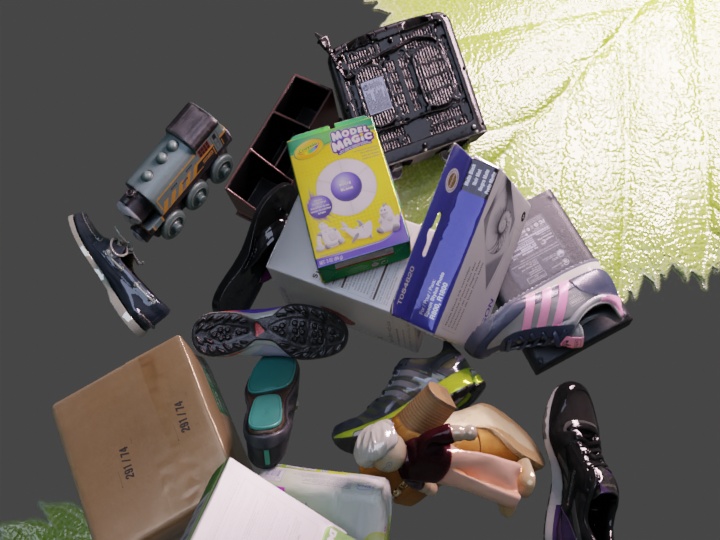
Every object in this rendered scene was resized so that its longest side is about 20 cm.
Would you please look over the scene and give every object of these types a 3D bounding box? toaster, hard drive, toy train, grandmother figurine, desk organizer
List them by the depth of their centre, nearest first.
[{"bbox_3d":[0.086,0.205,0.801,0.195,0.123,0.061,17,28,-13],"label":"grandmother figurine"},{"bbox_3d":[0.236,0.012,0.970,0.137,0.033,0.203,-26,68,-3],"label":"hard drive"},{"bbox_3d":[0.054,-0.236,1.025,0.176,0.119,0.205,-19,86,-2],"label":"toaster"},{"bbox_3d":[-0.255,-0.134,1.043,0.084,0.114,0.201,34,76,18],"label":"toy train"},{"bbox_3d":[-0.105,-0.164,1.056,0.070,0.077,0.203,24,73,15],"label":"desk organizer"}]

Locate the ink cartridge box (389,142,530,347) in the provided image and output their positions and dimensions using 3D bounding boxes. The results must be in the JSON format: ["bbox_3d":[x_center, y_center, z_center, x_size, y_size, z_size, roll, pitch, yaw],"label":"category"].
[{"bbox_3d":[0.124,-0.018,0.876,0.040,0.199,0.204,21,89,31],"label":"ink cartridge box"}]

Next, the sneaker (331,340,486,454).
[{"bbox_3d":[0.052,0.158,0.925,0.196,0.075,0.082,-25,54,-7],"label":"sneaker"}]

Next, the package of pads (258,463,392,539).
[{"bbox_3d":[-0.043,0.324,0.830,0.150,0.068,0.207,3,93,10],"label":"package of pads"}]

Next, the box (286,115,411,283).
[{"bbox_3d":[-0.018,-0.098,0.908,0.114,0.049,0.204,-16,64,-1],"label":"box"}]

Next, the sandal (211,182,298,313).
[{"bbox_3d":[-0.125,-0.018,1.003,0.047,0.075,0.204,20,80,37],"label":"sandal"}]

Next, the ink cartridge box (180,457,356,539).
[{"bbox_3d":[-0.076,0.285,0.733,0.198,0.059,0.105,35,40,-9],"label":"ink cartridge box"}]

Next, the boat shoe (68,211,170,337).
[{"bbox_3d":[-0.328,-0.006,1.024,0.061,0.075,0.201,-35,70,-6],"label":"boat shoe"}]

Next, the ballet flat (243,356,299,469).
[{"bbox_3d":[-0.106,0.167,0.904,0.071,0.201,0.075,0,110,-1],"label":"ballet flat"}]

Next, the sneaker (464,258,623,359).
[{"bbox_3d":[0.220,0.065,0.896,0.197,0.070,0.083,-30,65,-3],"label":"sneaker"}]

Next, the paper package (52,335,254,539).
[{"bbox_3d":[-0.245,0.218,0.912,0.187,0.104,0.203,-28,67,-6],"label":"paper package"}]

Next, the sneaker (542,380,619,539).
[{"bbox_3d":[0.258,0.225,0.846,0.074,0.087,0.206,10,71,-20],"label":"sneaker"}]

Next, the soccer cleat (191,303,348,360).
[{"bbox_3d":[-0.113,0.078,0.959,0.194,0.073,0.070,-1,88,-5],"label":"soccer cleat"}]

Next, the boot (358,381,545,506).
[{"bbox_3d":[0.106,0.223,0.884,0.198,0.071,0.145,29,110,-22],"label":"boot"}]

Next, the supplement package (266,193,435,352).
[{"bbox_3d":[0.000,0.000,0.955,0.195,0.122,0.122,19,70,14],"label":"supplement package"}]
